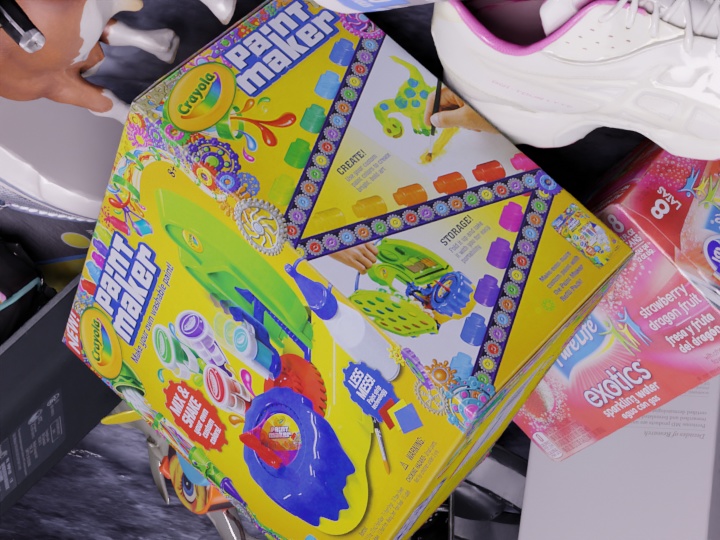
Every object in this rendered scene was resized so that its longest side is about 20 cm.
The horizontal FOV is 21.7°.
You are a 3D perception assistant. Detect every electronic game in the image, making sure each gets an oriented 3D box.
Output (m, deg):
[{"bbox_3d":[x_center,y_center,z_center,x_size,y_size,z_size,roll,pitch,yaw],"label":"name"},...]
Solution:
[{"bbox_3d":[0.068,0.149,1.326,0.199,0.042,0.200,21,160,8],"label":"electronic game"}]

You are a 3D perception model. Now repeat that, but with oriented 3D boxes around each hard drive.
[{"bbox_3d":[-0.172,0.070,1.007,0.033,0.200,0.140,40,156,13],"label":"hard drive"}]

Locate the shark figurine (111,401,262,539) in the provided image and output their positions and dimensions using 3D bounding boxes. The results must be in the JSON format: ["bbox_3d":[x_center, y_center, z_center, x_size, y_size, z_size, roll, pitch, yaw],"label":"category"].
[{"bbox_3d":[-0.092,0.098,1.146,0.089,0.215,0.129,-27,134,-16],"label":"shark figurine"}]

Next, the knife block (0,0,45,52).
[{"bbox_3d":[-0.206,-0.117,0.728,0.199,0.177,0.064,-5,150,31],"label":"knife block"}]

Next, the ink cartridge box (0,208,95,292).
[{"bbox_3d":[-0.175,-0.008,1.108,0.199,0.047,0.197,-10,149,33],"label":"ink cartridge box"}]

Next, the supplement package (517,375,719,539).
[{"bbox_3d":[0.169,0.171,1.169,0.119,0.201,0.121,0,153,20],"label":"supplement package"}]

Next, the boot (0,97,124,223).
[{"bbox_3d":[-0.203,-0.059,0.960,0.199,0.073,0.090,25,135,-10],"label":"boot"}]

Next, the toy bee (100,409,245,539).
[{"bbox_3d":[-0.086,0.092,1.039,0.130,0.202,0.108,17,176,-32],"label":"toy bee"}]

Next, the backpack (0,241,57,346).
[{"bbox_3d":[-0.281,0.060,1.016,0.153,0.200,0.176,36,152,2],"label":"backpack"}]

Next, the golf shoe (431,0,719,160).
[{"bbox_3d":[0.121,-0.096,0.776,0.198,0.076,0.092,-1,150,20],"label":"golf shoe"}]

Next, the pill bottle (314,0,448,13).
[{"bbox_3d":[0.071,-0.152,0.622,0.199,0.115,0.114,-4,152,28],"label":"pill bottle"}]

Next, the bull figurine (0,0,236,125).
[{"bbox_3d":[-0.134,-0.115,0.839,0.121,0.066,0.200,16,156,-18],"label":"bull figurine"}]

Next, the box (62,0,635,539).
[{"bbox_3d":[-0.015,0.013,0.853,0.192,0.122,0.200,42,145,11],"label":"box"}]

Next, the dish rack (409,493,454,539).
[{"bbox_3d":[-0.032,0.109,1.223,0.198,0.055,0.154,6,125,12],"label":"dish rack"}]

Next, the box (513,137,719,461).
[{"bbox_3d":[0.134,0.006,0.916,0.095,0.100,0.200,45,151,-1],"label":"box"}]
